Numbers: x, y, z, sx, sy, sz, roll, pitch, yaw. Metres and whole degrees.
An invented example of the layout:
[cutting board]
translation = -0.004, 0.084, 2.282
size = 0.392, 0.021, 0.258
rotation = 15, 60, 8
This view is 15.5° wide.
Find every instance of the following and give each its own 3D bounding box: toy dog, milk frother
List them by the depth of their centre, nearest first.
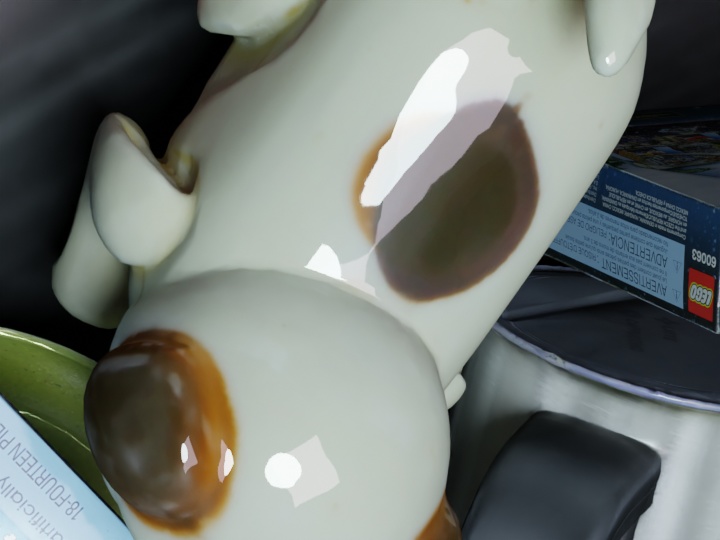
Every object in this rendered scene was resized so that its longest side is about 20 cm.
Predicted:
[toy dog]
translation = 0.000, 0.000, 0.720
size = 0.139, 0.194, 0.201
rotation = 37, 67, -37
[milk frother]
translation = 0.106, 0.124, 0.794
size = 0.199, 0.181, 0.189
rotation = 13, 107, -1

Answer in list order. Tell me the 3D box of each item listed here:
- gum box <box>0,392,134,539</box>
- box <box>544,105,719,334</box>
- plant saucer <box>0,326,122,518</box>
[gum box]
translation = -0.177, 0.095, 0.711
size = 0.200, 0.045, 0.170
rotation = -45, 100, -10
[box]
translation = 0.160, -0.023, 0.831
size = 0.199, 0.137, 0.038
rotation = -5, 105, -24
[plant saucer]
translation = -0.126, 0.114, 0.764
size = 0.199, 0.031, 0.201
rotation = 0, 91, -16
